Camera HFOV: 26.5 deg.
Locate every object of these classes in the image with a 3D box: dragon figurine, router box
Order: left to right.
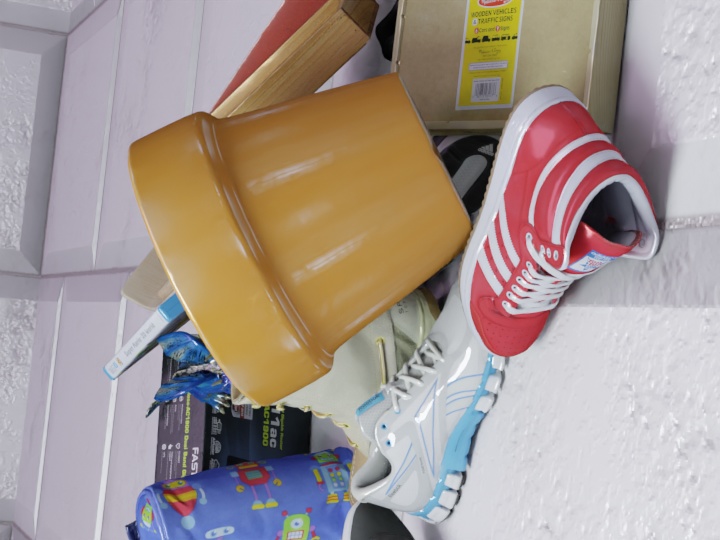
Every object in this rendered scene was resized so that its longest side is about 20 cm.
[{"bbox_3d":[-0.140,0.084,1.291,0.200,0.099,0.059,-10,72,40],"label":"dragon figurine"},{"bbox_3d":[-0.116,0.169,1.412,0.062,0.150,0.201,-8,74,36],"label":"router box"}]

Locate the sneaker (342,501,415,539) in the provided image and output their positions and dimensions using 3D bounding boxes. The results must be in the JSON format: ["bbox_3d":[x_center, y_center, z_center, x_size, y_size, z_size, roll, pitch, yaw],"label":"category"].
[{"bbox_3d":[0.046,0.228,1.094,0.099,0.071,0.200,-63,34,39],"label":"sneaker"}]

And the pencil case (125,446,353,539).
[{"bbox_3d":[-0.091,0.205,1.280,0.078,0.200,0.087,39,132,56],"label":"pencil case"}]

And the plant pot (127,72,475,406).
[{"bbox_3d":[-0.029,-0.038,1.028,0.201,0.183,0.200,62,-175,-10],"label":"plant pot"}]

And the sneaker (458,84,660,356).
[{"bbox_3d":[0.122,-0.003,0.958,0.113,0.071,0.200,-125,34,-46],"label":"sneaker"}]

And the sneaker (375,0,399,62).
[{"bbox_3d":[0.069,-0.242,1.150,0.076,0.087,0.200,-119,41,-58],"label":"sneaker"}]

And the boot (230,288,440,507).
[{"bbox_3d":[-0.028,0.105,1.198,0.072,0.154,0.200,-126,43,-57],"label":"boot"}]

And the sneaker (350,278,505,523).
[{"bbox_3d":[0.044,0.095,1.115,0.075,0.086,0.200,-125,47,-63],"label":"sneaker"}]

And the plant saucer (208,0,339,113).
[{"bbox_3d":[-0.037,-0.214,1.331,0.200,0.037,0.200,-51,-3,31],"label":"plant saucer"}]

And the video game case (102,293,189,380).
[{"bbox_3d":[-0.150,0.027,1.361,0.018,0.143,0.200,50,151,0],"label":"video game case"}]

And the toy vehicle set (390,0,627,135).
[{"bbox_3d":[0.096,-0.156,1.048,0.200,0.026,0.125,6,89,50],"label":"toy vehicle set"}]

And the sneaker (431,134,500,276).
[{"bbox_3d":[0.049,-0.074,1.192,0.201,0.076,0.116,-48,31,40],"label":"sneaker"}]

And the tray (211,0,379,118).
[{"bbox_3d":[-0.069,-0.141,1.210,0.200,0.037,0.099,-40,15,20],"label":"tray"}]

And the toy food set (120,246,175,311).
[{"bbox_3d":[-0.135,-0.055,1.326,0.144,0.060,0.200,-54,8,-29],"label":"toy food set"}]
